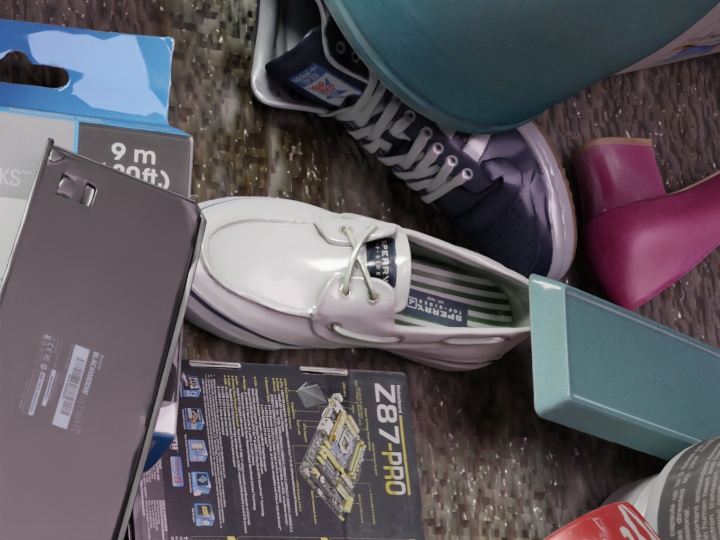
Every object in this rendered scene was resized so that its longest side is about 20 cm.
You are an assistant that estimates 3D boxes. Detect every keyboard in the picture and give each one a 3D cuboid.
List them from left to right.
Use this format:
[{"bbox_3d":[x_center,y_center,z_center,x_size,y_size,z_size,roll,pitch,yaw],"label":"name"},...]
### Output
[{"bbox_3d":[-0.139,0.040,1.073,0.127,0.021,0.200,22,62,-17],"label":"keyboard"}]

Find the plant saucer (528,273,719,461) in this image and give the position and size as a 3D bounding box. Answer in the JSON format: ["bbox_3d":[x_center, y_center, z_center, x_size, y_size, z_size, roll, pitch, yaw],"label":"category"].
[{"bbox_3d":[0.142,0.054,1.351,0.200,0.019,0.070,21,62,-52],"label":"plant saucer"}]

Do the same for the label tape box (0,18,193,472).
[{"bbox_3d":[-0.147,-0.024,1.144,0.143,0.066,0.200,7,72,-13],"label":"label tape box"}]

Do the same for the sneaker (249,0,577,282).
[{"bbox_3d":[0.020,-0.071,1.308,0.108,0.070,0.200,-21,82,-44],"label":"sneaker"}]

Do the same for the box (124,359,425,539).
[{"bbox_3d":[-0.043,0.141,1.206,0.161,0.049,0.200,3,73,-34],"label":"box"}]

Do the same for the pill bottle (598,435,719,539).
[{"bbox_3d":[0.208,0.126,1.299,0.113,0.200,0.113,15,66,-35],"label":"pill bottle"}]

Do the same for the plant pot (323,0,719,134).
[{"bbox_3d":[0.103,-0.185,1.235,0.200,0.188,0.200,21,60,-42],"label":"plant pot"}]

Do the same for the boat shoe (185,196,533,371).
[{"bbox_3d":[0.000,0.000,1.273,0.200,0.067,0.074,9,70,-35],"label":"boat shoe"}]

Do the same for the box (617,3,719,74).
[{"bbox_3d":[0.190,-0.186,1.380,0.101,0.200,0.113,-14,83,-24],"label":"box"}]

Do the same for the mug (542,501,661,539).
[{"bbox_3d":[0.126,0.217,1.219,0.177,0.133,0.200,-6,56,-55],"label":"mug"}]

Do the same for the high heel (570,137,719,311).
[{"bbox_3d":[0.204,-0.019,1.427,0.200,0.067,0.096,3,63,-31],"label":"high heel"}]
